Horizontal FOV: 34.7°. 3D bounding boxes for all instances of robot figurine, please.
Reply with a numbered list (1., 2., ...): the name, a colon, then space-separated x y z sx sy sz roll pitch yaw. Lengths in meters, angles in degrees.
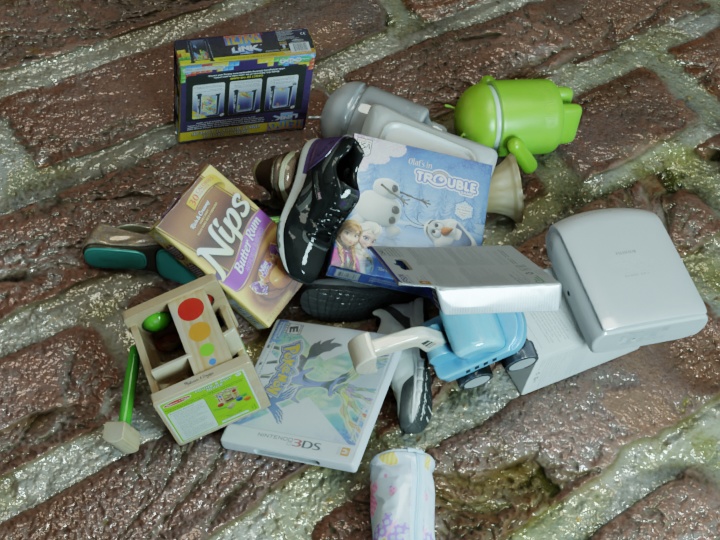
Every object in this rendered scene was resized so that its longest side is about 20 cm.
1. robot figurine: 0.026 -0.213 1.724 0.200 0.113 0.170 22 34 6
2. robot figurine: 0.234 -0.235 1.774 0.200 0.116 0.176 -5 49 -13

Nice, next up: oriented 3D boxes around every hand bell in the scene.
1. hand bell: 0.132 -0.108 1.699 0.200 0.104 0.104 -8 55 0

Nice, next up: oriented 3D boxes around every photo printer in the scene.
1. photo printer: 0.346 0.004 1.526 0.166 0.069 0.200 -8 56 -15

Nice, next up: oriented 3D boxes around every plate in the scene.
1. plate: 0.080 -0.123 1.621 0.200 0.032 0.200 21 70 -3

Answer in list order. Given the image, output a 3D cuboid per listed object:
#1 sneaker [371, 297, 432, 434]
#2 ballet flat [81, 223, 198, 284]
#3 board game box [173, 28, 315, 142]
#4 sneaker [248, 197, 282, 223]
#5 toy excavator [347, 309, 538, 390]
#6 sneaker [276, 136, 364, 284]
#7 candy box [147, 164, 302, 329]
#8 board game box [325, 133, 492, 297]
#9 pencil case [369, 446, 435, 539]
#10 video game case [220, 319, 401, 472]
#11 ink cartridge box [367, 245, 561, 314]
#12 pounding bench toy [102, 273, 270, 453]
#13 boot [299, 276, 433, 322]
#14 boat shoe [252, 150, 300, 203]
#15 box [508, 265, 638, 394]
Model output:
1. sneaker: 0.053 0.129 1.518 0.080 0.074 0.200 -5 50 8
2. ballet flat: -0.277 -0.030 1.571 0.200 0.068 0.067 12 46 -3
3. board game box: -0.174 -0.272 1.700 0.200 0.165 0.057 -8 58 -16
4. sneaker: -0.141 -0.074 1.619 0.200 0.077 0.084 -1 52 -15
5. toy excavator: 0.102 0.083 1.431 0.194 0.200 0.100 -25 66 16
6. sneaker: -0.047 -0.082 1.491 0.076 0.088 0.200 21 74 -43
7. candy box: -0.167 -0.029 1.526 0.200 0.056 0.117 41 71 -12
8. board game box: 0.068 -0.070 1.561 0.200 0.043 0.199 12 69 -7
9. pencil case: 0.051 0.311 1.361 0.083 0.091 0.200 5 53 -6
10. video game case: -0.059 0.153 1.462 0.182 0.022 0.200 7 50 21
11. ink cartridge box: 0.122 0.009 1.425 0.200 0.041 0.200 0 15 -10
12. pounding bench toy: -0.239 0.118 1.426 0.200 0.124 0.156 -24 58 -6
13. boot: 0.000 0.000 1.603 0.200 0.070 0.132 1 50 -22
14. boat shoe: -0.115 -0.127 1.608 0.075 0.202 0.075 7 89 4
15. box: 0.283 0.066 1.575 0.200 0.098 0.124 -18 59 -20
